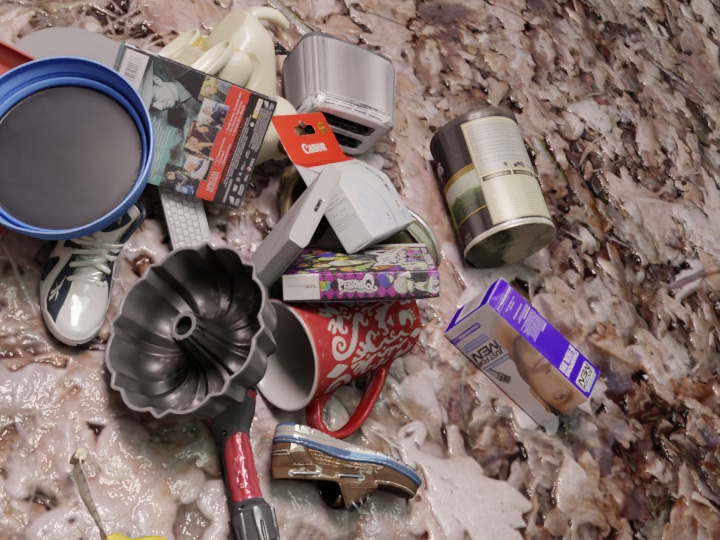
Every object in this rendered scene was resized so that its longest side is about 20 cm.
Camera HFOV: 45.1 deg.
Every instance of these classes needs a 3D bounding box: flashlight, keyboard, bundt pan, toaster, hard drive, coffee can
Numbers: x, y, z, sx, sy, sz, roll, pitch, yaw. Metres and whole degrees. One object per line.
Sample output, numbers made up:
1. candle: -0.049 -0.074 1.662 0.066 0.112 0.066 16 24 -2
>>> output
1. flashlight: -0.131 0.207 0.960 0.068 0.067 0.202 37 32 -58
2. keyboard: -0.221 -0.093 1.069 0.056 0.011 0.203 -17 99 -38
3. bundt pan: -0.176 0.075 0.951 0.076 0.199 0.204 51 30 -55
4. toaster: -0.036 -0.260 1.282 0.198 0.113 0.131 14 58 -32
5. hard drive: -0.098 -0.026 1.035 0.026 0.200 0.133 34 47 -11
6. coffee can: 0.202 -0.126 1.341 0.145 0.146 0.202 1 62 -34

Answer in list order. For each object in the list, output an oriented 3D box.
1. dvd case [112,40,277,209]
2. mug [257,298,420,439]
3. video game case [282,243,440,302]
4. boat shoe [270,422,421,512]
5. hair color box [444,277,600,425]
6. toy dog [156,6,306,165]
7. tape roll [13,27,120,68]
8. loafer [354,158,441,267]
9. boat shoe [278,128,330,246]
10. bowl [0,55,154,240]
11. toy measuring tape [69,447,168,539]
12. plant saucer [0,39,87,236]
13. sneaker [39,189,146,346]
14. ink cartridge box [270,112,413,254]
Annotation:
1. dvd case: -0.209 -0.166 1.026 0.198 0.148 0.022 14 14 -34
2. mug: -0.030 0.099 1.085 0.133 0.180 0.199 24 28 38
3. video game case: 0.000 0.000 1.063 0.178 0.200 0.036 -2 101 0
4. boat shoe: -0.020 0.245 1.024 0.198 0.072 0.073 22 64 -18
5. hair color box: 0.229 0.118 1.238 0.200 0.109 0.065 42 48 -5
6. toy dog: -0.156 -0.231 1.157 0.194 0.139 0.201 -50 134 -22
7. tape roll: -0.343 -0.197 1.065 0.198 0.066 0.203 18 54 -26
8. loafer: 0.033 -0.067 1.249 0.200 0.075 0.070 46 59 4
9. boat shoe: -0.077 -0.103 1.190 0.074 0.066 0.202 33 45 -24
10. bowl: -0.314 -0.126 0.909 0.197 0.039 0.204 1 72 -4
11. toy measuring tape: -0.225 0.265 0.865 0.073 0.074 0.202 -14 72 -39
12. plant saucer: -0.430 -0.159 0.945 0.198 0.037 0.202 26 74 -5
13. sneaker: -0.292 -0.028 0.954 0.079 0.130 0.201 22 53 -20
14. ink cartridge box: -0.019 -0.128 1.131 0.202 0.047 0.160 60 25 2
